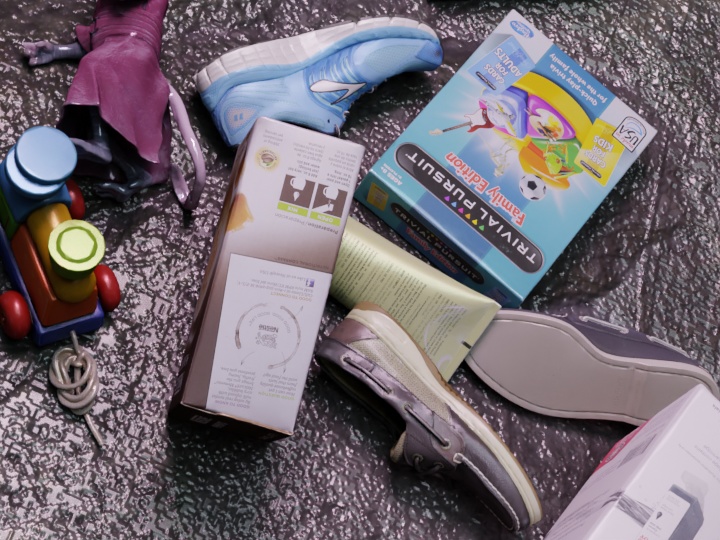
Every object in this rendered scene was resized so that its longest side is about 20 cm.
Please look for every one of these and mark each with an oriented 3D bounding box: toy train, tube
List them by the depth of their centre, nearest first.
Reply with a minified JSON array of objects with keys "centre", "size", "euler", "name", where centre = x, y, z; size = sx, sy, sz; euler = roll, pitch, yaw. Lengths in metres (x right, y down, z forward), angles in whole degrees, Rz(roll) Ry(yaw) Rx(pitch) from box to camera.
[{"centre":[-0.196,0.008,1.377],"size":[0.084,0.116,0.201],"euler":[-17,73,-24],"name":"toy train"},{"centre":[0.000,0.000,1.483],"size":[0.199,0.058,0.052],"euler":[34,60,1],"name":"tube"}]

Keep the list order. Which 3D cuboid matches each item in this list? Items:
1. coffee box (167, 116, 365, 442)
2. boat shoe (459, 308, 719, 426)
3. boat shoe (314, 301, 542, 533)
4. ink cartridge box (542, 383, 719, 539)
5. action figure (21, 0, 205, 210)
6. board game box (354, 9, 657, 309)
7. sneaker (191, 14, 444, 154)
[{"centre":[-0.066,0.010,1.389],"size":[0.079,0.114,0.201],"euler":[15,79,-7],"name":"coffee box"},{"centre":[0.168,0.069,1.518],"size":[0.199,0.073,0.063],"euler":[15,20,-5],"name":"boat shoe"},{"centre":[0.046,0.115,1.443],"size":[0.065,0.073,0.200],"euler":[-39,80,-17],"name":"boat shoe"},{"centre":[0.182,0.193,1.404],"size":[0.085,0.146,0.200],"euler":[43,61,2],"name":"ink cartridge box"},{"centre":[-0.163,-0.162,1.455],"size":[0.148,0.134,0.201],"euler":[13,66,-13],"name":"action figure"},{"centre":[0.114,-0.083,1.561],"size":[0.151,0.047,0.200],"euler":[40,61,2],"name":"board game box"},{"centre":[-0.027,-0.136,1.536],"size":[0.199,0.078,0.090],"euler":[-16,92,-21],"name":"sneaker"}]
